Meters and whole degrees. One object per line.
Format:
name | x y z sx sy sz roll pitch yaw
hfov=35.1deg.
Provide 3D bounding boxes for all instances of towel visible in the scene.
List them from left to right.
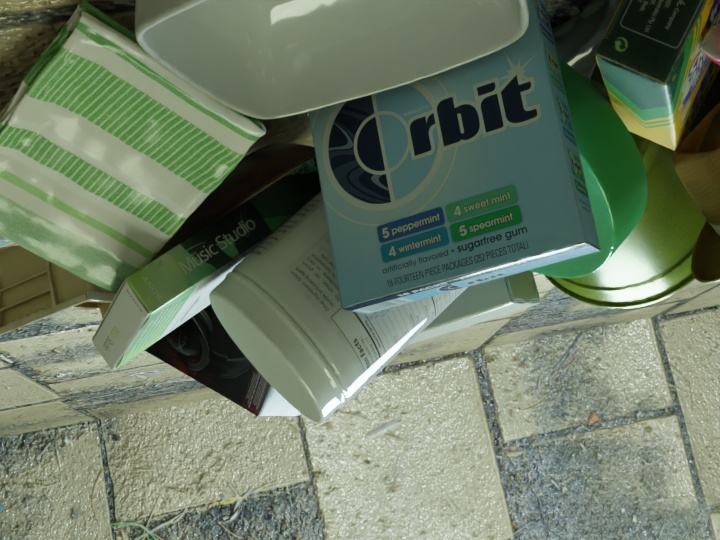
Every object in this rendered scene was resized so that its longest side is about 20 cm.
towel | -0.175 -0.072 0.768 0.152 0.024 0.200 29 127 -28

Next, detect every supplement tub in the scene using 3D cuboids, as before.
supplement tub | 0.000 0.000 0.854 0.200 0.132 0.132 -42 176 -15

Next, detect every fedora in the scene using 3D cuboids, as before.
fedora | 0.279 -0.083 0.803 0.201 0.082 0.201 -51 -176 5

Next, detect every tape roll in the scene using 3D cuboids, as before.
tape roll | 0.116 -0.083 0.852 0.048 0.200 0.200 -46 -178 -22

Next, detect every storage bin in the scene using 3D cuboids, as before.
storage bin | -0.287 0.017 1.216 0.197 0.095 0.199 -19 167 32

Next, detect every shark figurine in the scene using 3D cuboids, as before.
shark figurine | 0.160 -0.155 0.840 0.127 0.091 0.214 -7 170 -26

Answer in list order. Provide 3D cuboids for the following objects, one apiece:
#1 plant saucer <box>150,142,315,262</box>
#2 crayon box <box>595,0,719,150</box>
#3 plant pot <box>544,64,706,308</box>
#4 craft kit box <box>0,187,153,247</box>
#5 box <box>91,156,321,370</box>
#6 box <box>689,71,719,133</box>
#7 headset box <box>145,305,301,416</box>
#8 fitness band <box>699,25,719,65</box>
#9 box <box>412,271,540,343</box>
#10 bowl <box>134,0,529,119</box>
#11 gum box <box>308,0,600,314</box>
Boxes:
plant saucer | -0.113 -0.049 0.960 0.200 0.037 0.200 -37 177 -3
crayon box | 0.215 -0.160 0.761 0.051 0.127 0.200 27 -179 18
plant pot | 0.209 -0.090 0.992 0.198 0.203 0.193 -15 157 21
craft kit box | -0.222 -0.061 0.916 0.195 0.049 0.200 -17 -178 13
box | -0.115 -0.007 0.905 0.199 0.036 0.144 -38 177 -31
box | 0.351 -0.154 0.961 0.140 0.080 0.199 -33 160 24
headset box | -0.111 0.041 1.100 0.199 0.150 0.077 25 -171 32
fitness band | 0.267 -0.185 0.699 0.145 0.037 0.200 -61 163 18
box | 0.063 0.027 1.088 0.198 0.069 0.082 -20 169 26
bowl | -0.014 -0.165 0.644 0.198 0.076 0.199 -14 169 17
gum box | 0.052 -0.090 0.750 0.168 0.203 0.044 -16 167 23
